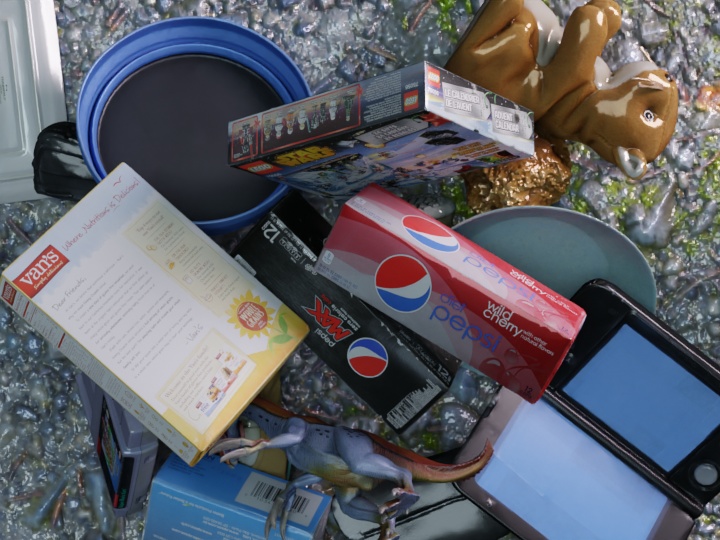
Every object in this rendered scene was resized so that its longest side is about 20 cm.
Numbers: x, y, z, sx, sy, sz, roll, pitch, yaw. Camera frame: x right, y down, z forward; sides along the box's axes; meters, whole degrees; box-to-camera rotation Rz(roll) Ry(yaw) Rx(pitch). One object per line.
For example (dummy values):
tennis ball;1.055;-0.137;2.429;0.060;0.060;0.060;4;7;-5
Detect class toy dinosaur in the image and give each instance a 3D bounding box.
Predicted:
toy dinosaur;-0.031;0.151;1.176;0.181;0.199;0.106;44;141;35

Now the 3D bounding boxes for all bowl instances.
bowl;-0.138;-0.119;1.242;0.198;0.039;0.203;3;63;-6

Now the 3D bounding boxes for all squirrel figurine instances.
squirrel figurine;0.155;-0.130;1.213;0.186;0.142;0.201;33;109;-4

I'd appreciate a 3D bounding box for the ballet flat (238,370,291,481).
ballet flat;-0.097;0.103;1.242;0.063;0.068;0.202;-14;115;-34

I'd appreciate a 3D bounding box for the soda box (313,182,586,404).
soda box;0.069;0.015;1.126;0.199;0.070;0.064;31;114;8

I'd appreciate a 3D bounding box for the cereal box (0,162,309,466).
cereal box;-0.155;0.030;1.125;0.200;0.040;0.144;41;56;3

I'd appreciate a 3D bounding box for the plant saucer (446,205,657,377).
plant saucer;0.139;0.012;1.207;0.198;0.039;0.202;3;134;3

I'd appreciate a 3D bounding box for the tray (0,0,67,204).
tray;-0.318;-0.162;1.319;0.106;0.022;0.203;-7;90;9

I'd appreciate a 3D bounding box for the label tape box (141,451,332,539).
label tape box;-0.116;0.263;1.264;0.142;0.066;0.202;18;120;8

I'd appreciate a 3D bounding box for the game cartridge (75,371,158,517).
game cartridge;-0.200;0.113;1.206;0.038;0.200;0.131;-9;65;-17

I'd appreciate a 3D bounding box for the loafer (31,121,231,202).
loafer;-0.188;-0.071;1.284;0.198;0.068;0.071;16;114;3

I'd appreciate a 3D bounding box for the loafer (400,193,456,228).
loafer;0.000;0.000;1.256;0.199;0.075;0.070;-27;102;17

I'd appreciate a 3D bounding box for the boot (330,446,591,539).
boot;0.090;0.230;1.238;0.198;0.066;0.167;-19;76;2

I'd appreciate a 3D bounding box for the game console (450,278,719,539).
game console;0.203;0.141;1.170;0.199;0.117;0.176;37;123;-4

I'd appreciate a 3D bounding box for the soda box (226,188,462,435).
soda box;-0.012;0.033;1.189;0.200;0.071;0.063;45;113;-3

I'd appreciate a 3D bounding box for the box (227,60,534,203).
box;0.014;-0.101;1.134;0.198;0.136;0.040;-11;73;39
